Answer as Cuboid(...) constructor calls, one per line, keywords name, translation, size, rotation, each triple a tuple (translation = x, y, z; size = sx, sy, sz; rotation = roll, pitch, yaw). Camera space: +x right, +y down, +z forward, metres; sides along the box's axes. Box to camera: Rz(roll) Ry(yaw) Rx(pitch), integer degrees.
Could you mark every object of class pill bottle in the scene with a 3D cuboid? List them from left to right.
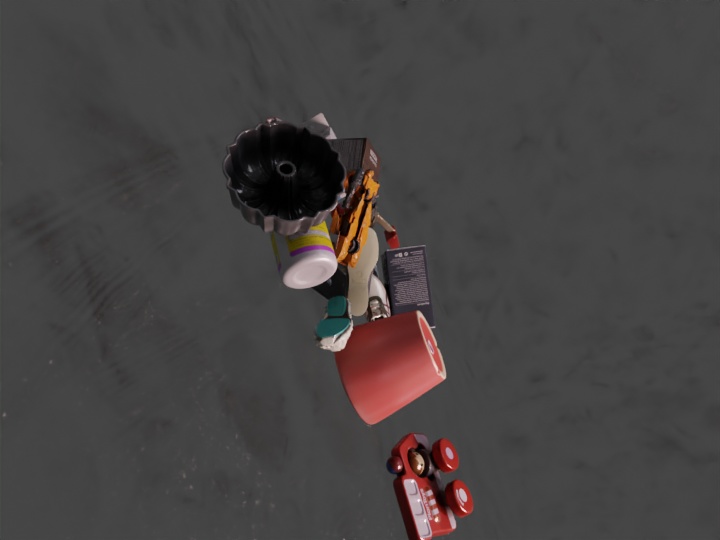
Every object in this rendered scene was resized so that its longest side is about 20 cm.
Cuboid(name="pill bottle", translation=(-0.113, -0.079, 0.928), size=(0.104, 0.102, 0.204), rotation=(41, 28, -62))

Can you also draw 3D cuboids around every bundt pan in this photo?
Cuboid(name="bundt pan", translation=(-0.124, -0.141, 0.853), size=(0.076, 0.196, 0.206), rotation=(113, -36, -57))

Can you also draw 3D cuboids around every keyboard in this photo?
Cuboid(name="keyboard", translation=(-0.083, 0.005, 1.105), size=(0.200, 0.039, 0.107), rotation=(46, 46, -61))

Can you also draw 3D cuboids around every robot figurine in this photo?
Cuboid(name="robot figurine", translation=(-0.016, -0.114, 1.089), size=(0.144, 0.057, 0.205), rotation=(20, 86, -67))

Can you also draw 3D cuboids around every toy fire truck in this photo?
Cuboid(name="toy fire truck", translation=(0.015, -0.124, 1.478), size=(0.202, 0.138, 0.049), rotation=(56, 14, -38))
Cuboid(name="toy fire truck", translation=(0.123, 0.424, 1.042), size=(0.166, 0.111, 0.204), rotation=(21, 42, -47))

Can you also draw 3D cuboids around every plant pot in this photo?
Cuboid(name="plant pot", translation=(0.065, 0.181, 1.045), size=(0.203, 0.174, 0.202), rotation=(60, 14, -26))

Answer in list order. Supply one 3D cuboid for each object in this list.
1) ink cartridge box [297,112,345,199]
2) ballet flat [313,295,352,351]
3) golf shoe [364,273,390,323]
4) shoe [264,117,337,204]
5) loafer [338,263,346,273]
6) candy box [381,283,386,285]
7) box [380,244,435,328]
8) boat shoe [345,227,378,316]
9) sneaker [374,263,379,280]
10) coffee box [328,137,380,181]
Cuboid(name="ink cartridge box", translation=(-0.098, -0.279, 1.341), size=(0.202, 0.114, 0.068), rotation=(59, 12, -27))
Cuboid(name="ballet flat", translation=(-0.043, 0.110, 0.978), size=(0.073, 0.070, 0.201), rotation=(62, 13, -13))
Cuboid(name="golf shoe", translation=(0.044, 0.100, 1.255), size=(0.088, 0.075, 0.205), rotation=(118, -44, -83))
Cuboid(name="shoe", translation=(-0.115, -0.202, 1.007), size=(0.199, 0.091, 0.072), rotation=(39, 51, -2))
Cuboid(name="loafer", translation=(-0.034, -0.050, 1.311), size=(0.202, 0.070, 0.064), rotation=(-101, 168, -56))
Cuboid(name="candy box", translation=(0.050, 0.088, 1.400), size=(0.200, 0.026, 0.106), rotation=(3, 86, -80))
Cuboid(name="box", translation=(0.119, 0.048, 1.344), size=(0.148, 0.104, 0.206), rotation=(122, -39, -86))
Cuboid(name="boat shoe", translation=(0.000, 0.000, 1.205), size=(0.063, 0.069, 0.206), rotation=(-100, -164, -79))
Cuboid(name="sneaker", translation=(-0.003, -0.048, 1.458), size=(0.071, 0.071, 0.205), rotation=(-107, 179, -70))
Cuboid(name="coffee box", translation=(-0.064, -0.237, 1.186), size=(0.113, 0.194, 0.082), rotation=(36, 59, -67))
